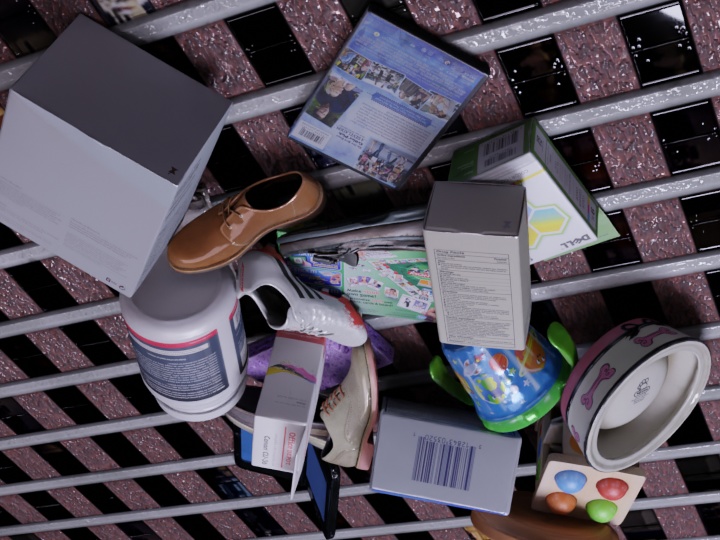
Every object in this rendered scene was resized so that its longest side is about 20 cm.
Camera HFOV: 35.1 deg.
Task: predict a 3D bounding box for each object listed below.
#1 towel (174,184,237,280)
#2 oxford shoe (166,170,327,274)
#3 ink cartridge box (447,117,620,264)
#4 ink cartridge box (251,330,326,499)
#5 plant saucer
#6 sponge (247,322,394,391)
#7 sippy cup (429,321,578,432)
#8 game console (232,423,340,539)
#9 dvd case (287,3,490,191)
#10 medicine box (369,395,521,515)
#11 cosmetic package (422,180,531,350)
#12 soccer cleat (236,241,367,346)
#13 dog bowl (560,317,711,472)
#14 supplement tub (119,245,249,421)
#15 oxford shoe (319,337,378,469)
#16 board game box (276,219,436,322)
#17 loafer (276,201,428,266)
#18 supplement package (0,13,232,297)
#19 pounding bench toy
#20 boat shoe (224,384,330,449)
[{"bbox_3d":[-0.229,-0.028,1.410,0.131,0.035,0.201,0,138,14],"label":"towel"},{"bbox_3d":[-0.139,-0.062,1.283,0.199,0.072,0.071,-28,159,8],"label":"oxford shoe"},{"bbox_3d":[0.194,-0.065,1.251,0.103,0.060,0.200,-21,130,32],"label":"ink cartridge box"},{"bbox_3d":[-0.092,0.171,1.431,0.067,0.201,0.117,10,139,2],"label":"ink cartridge box"},{"bbox_3d":[0.246,0.336,1.519,0.198,0.200,0.033,9,98,2],"label":"plant saucer"},{"bbox_3d":[-0.064,0.116,1.538,0.199,0.030,0.111,-26,127,35],"label":"sponge"},{"bbox_3d":[0.170,0.106,1.408,0.177,0.140,0.131,-38,113,9],"label":"sippy cup"},{"bbox_3d":[-0.111,0.295,1.692,0.115,0.177,0.201,-13,142,-15],"label":"game console"},{"bbox_3d":[0.026,-0.175,1.198,0.142,0.018,0.200,24,137,-15],"label":"dvd case"},{"bbox_3d":[0.109,0.240,1.510,0.180,0.104,0.200,10,180,2],"label":"medicine box"},{"bbox_3d":[0.131,-0.002,1.238,0.104,0.072,0.201,6,142,13],"label":"cosmetic package"},{"bbox_3d":[-0.072,0.049,1.378,0.068,0.086,0.200,-27,126,36],"label":"soccer cleat"},{"bbox_3d":[0.327,0.145,1.381,0.199,0.074,0.202,-22,135,-24],"label":"dog bowl"},{"bbox_3d":[-0.210,0.079,1.397,0.139,0.141,0.201,5,140,7],"label":"supplement tub"},{"bbox_3d":[-0.015,0.178,1.487,0.073,0.071,0.202,3,117,-4],"label":"oxford shoe"},{"bbox_3d":[0.000,0.000,1.393,0.198,0.029,0.135,7,138,6],"label":"board game box"},{"bbox_3d":[0.003,-0.031,1.298,0.198,0.072,0.064,-12,97,10],"label":"loafer"},{"bbox_3d":[-0.270,-0.119,1.210,0.190,0.148,0.200,30,137,-5],"label":"supplement package"},{"bbox_3d":[0.295,0.266,1.529,0.123,0.157,0.201,9,140,2],"label":"pounding bench toy"},{"bbox_3d":[-0.091,0.186,1.559,0.198,0.075,0.074,15,131,-18],"label":"boat shoe"}]
